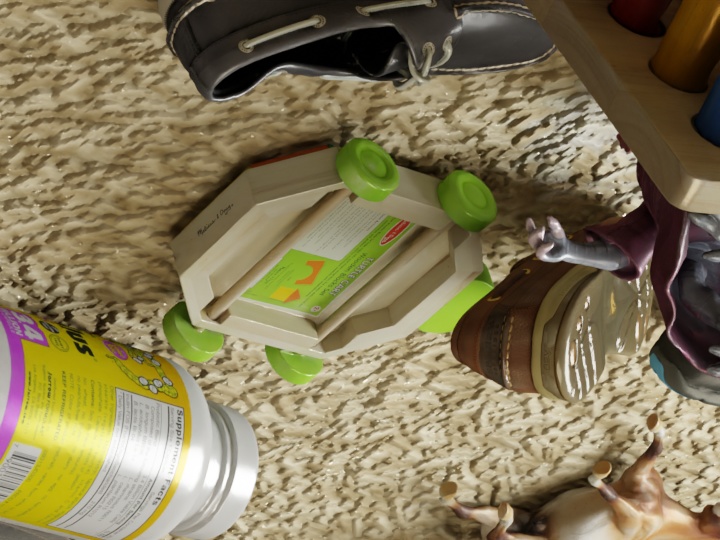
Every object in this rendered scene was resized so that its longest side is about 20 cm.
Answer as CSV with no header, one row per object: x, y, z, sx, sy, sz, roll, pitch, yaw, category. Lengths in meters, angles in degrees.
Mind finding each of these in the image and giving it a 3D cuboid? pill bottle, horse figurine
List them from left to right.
-0.147,0.083,1.460,0.104,0.104,0.200,-38,142,29,pill bottle
0.125,0.151,1.733,0.200,0.050,0.133,-21,147,6,horse figurine

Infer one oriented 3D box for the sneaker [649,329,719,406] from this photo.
0.253,0.017,1.593,0.200,0.073,0.082,-14,131,-15,sneaker

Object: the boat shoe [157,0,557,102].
0.008,-0.100,1.299,0.200,0.063,0.073,0,143,-25,boat shoe

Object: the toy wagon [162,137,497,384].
0.000,0.000,1.465,0.200,0.040,0.155,15,135,-41,toy wagon

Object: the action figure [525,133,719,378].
0.168,-0.040,1.356,0.149,0.200,0.134,21,110,-14,action figure

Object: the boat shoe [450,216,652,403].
0.102,0.013,1.454,0.067,0.072,0.200,6,-164,20,boat shoe

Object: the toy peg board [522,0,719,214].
0.193,-0.115,1.257,0.200,0.199,0.098,5,126,-30,toy peg board

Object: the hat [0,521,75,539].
-0.229,0.165,1.570,0.200,0.081,0.201,-9,138,-8,hat
